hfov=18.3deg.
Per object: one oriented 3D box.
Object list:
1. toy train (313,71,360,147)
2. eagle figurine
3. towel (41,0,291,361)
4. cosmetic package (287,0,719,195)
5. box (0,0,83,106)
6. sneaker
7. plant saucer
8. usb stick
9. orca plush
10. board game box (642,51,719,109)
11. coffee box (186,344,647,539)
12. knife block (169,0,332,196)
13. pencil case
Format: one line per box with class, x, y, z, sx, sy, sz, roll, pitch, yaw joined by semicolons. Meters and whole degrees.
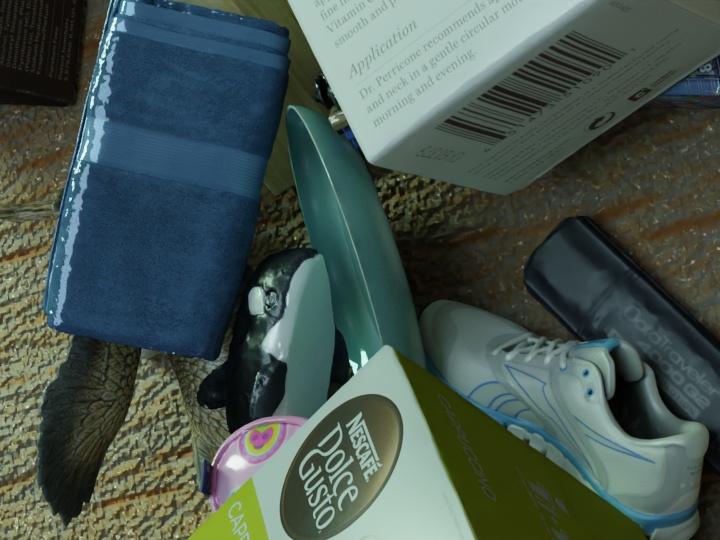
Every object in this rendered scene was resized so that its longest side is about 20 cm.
toy train;0.000;-0.097;1.258;0.034;0.200;0.046;-25;97;6
eagle figurine;-0.125;0.040;1.356;0.151;0.151;0.201;-21;64;17
towel;-0.110;-0.053;1.276;0.111;0.049;0.201;13;86;-4
cosmetic package;0.062;-0.171;1.164;0.164;0.165;0.201;-33;70;24
box;-0.296;-0.201;1.431;0.165;0.200;0.165;6;88;30
sneaker;0.114;0.060;1.219;0.200;0.075;0.087;35;132;27
plant saucer;0.000;0.000;1.262;0.027;0.200;0.201;-18;74;-8
usb stick;0.168;0.048;1.230;0.056;0.033;0.200;-49;64;10
orca plush;-0.057;0.079;1.307;0.071;0.105;0.201;11;126;26
board game box;0.110;-0.170;1.267;0.199;0.062;0.201;-13;79;28
coffee box;0.036;0.198;1.069;0.198;0.200;0.200;-44;32;14
knife block;-0.095;-0.154;1.321;0.064;0.175;0.201;-27;73;27
pencil case;-0.016;0.142;1.233;0.087;0.200;0.088;-6;70;18
